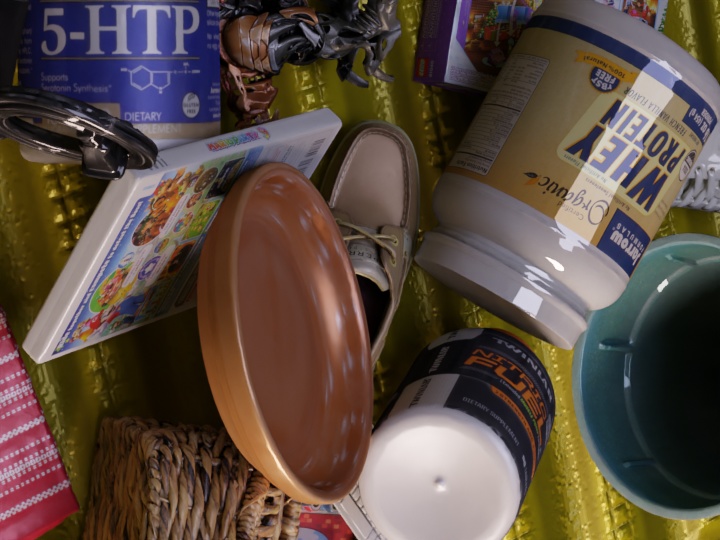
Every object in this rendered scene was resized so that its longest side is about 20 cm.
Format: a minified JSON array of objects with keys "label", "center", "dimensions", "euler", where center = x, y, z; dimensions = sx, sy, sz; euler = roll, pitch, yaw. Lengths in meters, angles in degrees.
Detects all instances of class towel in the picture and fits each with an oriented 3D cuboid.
[{"label":"towel","center":[-0.256,0.088,1.249],"dimensions":[0.144,0.022,0.201],"euler":[-28,109,-30]}]

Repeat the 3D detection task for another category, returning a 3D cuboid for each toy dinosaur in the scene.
[{"label":"toy dinosaur","center":[-0.053,-0.154,1.357],"dimensions":[0.135,0.102,0.201],"euler":[-6,116,-21]}]

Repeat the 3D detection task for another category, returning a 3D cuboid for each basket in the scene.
[{"label":"basket","center":[-0.086,0.195,1.297],"dimensions":[0.148,0.143,0.202],"euler":[10,88,-23]}]

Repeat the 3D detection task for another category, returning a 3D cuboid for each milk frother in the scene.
[{"label":"milk frother","center":[-0.187,-0.160,1.140],"dimensions":[0.198,0.181,0.190],"euler":[13,98,-5]}]

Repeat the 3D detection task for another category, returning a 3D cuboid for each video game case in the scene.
[{"label":"video game case","center":[-0.102,-0.024,1.267],"dimensions":[0.200,0.018,0.144],"euler":[-21,150,-55]}]

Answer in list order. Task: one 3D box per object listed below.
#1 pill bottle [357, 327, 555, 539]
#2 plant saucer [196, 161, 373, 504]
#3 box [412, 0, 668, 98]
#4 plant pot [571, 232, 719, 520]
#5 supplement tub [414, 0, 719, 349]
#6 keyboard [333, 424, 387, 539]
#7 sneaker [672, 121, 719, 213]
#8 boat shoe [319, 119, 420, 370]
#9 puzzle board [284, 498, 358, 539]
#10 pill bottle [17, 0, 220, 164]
[{"label":"pill bottle","center":[0.069,0.102,1.404],"dimensions":[0.200,0.105,0.107],"euler":[-54,133,-68]},{"label":"plant saucer","center":[-0.046,0.038,1.256],"dimensions":[0.200,0.037,0.202],"euler":[-12,90,-70]},{"label":"box","center":[0.133,-0.182,1.511],"dimensions":[0.199,0.039,0.138],"euler":[10,89,-37]},{"label":"plant pot","center":[0.293,0.080,1.575],"dimensions":[0.195,0.199,0.202],"euler":[5,91,-45]},{"label":"supplement tub","center":[0.136,-0.064,1.422],"dimensions":[0.144,0.144,0.201],"euler":[33,84,-35]},{"label":"keyboard","center":[0.018,0.165,1.434],"dimensions":[0.056,0.011,0.200],"euler":[-61,143,-26]},{"label":"sneaker","center":[0.269,-0.072,1.587],"dimensions":[0.199,0.085,0.073],"euler":[-17,144,-35]},{"label":"boat shoe","center":[0.000,0.000,1.395],"dimensions":[0.073,0.066,0.202],"euler":[10,88,-5]},{"label":"puzzle board","center":[-0.046,0.194,1.424],"dimensions":[0.199,0.017,0.152],"euler":[7,89,-37]},{"label":"pill bottle","center":[-0.142,-0.165,1.251],"dimensions":[0.119,0.119,0.202],"euler":[-5,97,-37]}]
